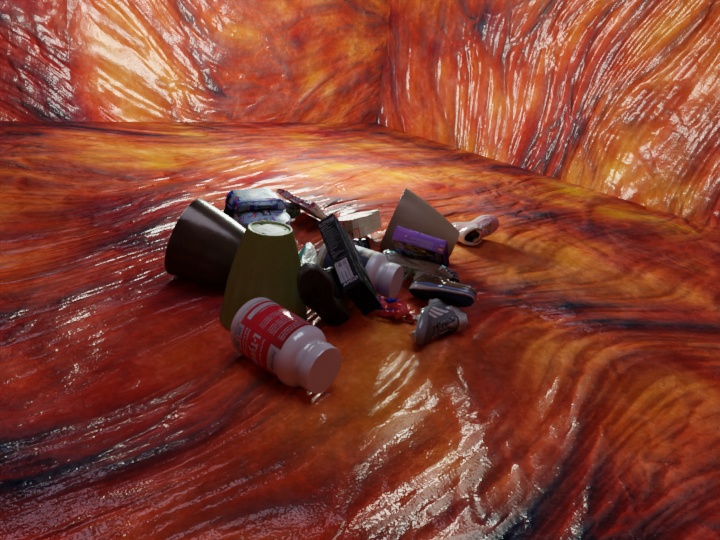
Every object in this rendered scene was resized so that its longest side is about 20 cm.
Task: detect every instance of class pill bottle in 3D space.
[{"bbox_3d":[-0.132,0.134,1.010,0.198,0.114,0.111,25,28,35],"label":"pill bottle"},{"bbox_3d":[0.000,0.000,1.374,0.197,0.113,0.111,18,24,23],"label":"pill bottle"}]

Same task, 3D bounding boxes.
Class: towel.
[{"bbox_3d":[-0.166,-0.203,1.817,0.199,0.030,0.146,30,-3,41],"label":"towel"}]

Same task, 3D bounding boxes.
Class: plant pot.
[{"bbox_3d":[-0.315,-0.038,1.310,0.197,0.189,0.187,24,23,2],"label":"plant pot"},{"bbox_3d":[0.181,-0.113,1.651,0.198,0.189,0.188,24,24,2],"label":"plant pot"},{"bbox_3d":[-0.193,0.008,1.173,0.184,0.203,0.188,7,23,-3],"label":"plant pot"}]

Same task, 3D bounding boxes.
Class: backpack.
[{"bbox_3d":[-0.276,-0.132,1.569,0.180,0.137,0.200,-5,29,-27],"label":"backpack"}]

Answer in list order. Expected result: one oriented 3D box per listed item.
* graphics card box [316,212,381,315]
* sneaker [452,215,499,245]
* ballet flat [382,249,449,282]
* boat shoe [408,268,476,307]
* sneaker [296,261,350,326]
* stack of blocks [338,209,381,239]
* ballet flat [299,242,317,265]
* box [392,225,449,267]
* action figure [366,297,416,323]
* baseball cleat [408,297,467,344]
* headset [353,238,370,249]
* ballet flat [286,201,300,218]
[{"bbox_3d":[-0.025,-0.014,1.242,0.050,0.126,0.202,-29,55,5],"label":"graphics card box"},{"bbox_3d":[0.390,-0.127,1.854,0.197,0.077,0.105,-11,24,-22],"label":"sneaker"},{"bbox_3d":[0.135,0.006,1.470,0.197,0.073,0.072,17,24,25],"label":"ballet flat"},{"bbox_3d":[0.196,0.033,1.329,0.198,0.073,0.072,8,-29,50],"label":"boat shoe"},{"bbox_3d":[-0.086,0.025,1.171,0.075,0.200,0.115,-27,54,7],"label":"sneaker"},{"bbox_3d":[-0.013,-0.137,1.714,0.114,0.060,0.199,-2,13,34],"label":"stack of blocks"},{"bbox_3d":[-0.137,-0.005,1.424,0.070,0.073,0.201,9,25,2],"label":"ballet flat"},{"bbox_3d":[0.162,-0.049,1.494,0.135,0.040,0.200,19,-12,15],"label":"box"},{"bbox_3d":[0.036,0.076,1.292,0.197,0.052,0.065,19,30,13],"label":"action figure"},{"bbox_3d":[0.176,0.110,1.229,0.105,0.071,0.200,14,24,16],"label":"baseball cleat"},{"bbox_3d":[-0.033,-0.043,1.550,0.121,0.096,0.200,2,7,-3],"label":"headset"},{"bbox_3d":[-0.290,-0.187,1.797,0.196,0.075,0.074,10,22,2],"label":"ballet flat"}]
